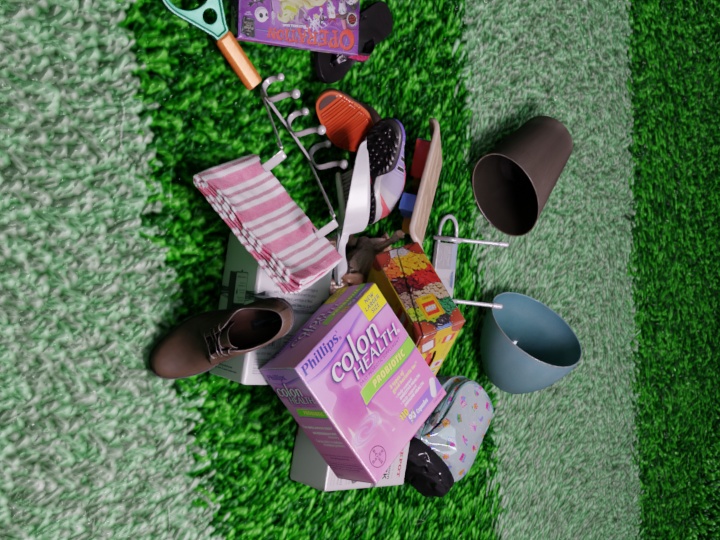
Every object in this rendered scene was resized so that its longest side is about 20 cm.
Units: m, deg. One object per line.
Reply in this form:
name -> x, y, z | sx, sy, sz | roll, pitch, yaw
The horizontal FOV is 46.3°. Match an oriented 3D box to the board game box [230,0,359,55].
board game box -> -0.087, -0.371, 1.169 | 0.197, 0.032, 0.122 | -3, 103, -36

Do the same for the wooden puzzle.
wooden puzzle -> 0.098, -0.130, 1.390 | 0.185, 0.045, 0.204 | 55, 44, -79

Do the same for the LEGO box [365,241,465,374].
LEGO box -> 0.066, 0.081, 1.281 | 0.076, 0.150, 0.201 | -17, 151, -24

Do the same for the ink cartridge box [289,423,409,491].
ink cartridge box -> -0.007, 0.267, 1.351 | 0.198, 0.082, 0.150 | 11, 87, -48

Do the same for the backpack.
backpack -> 0.146, 0.283, 1.498 | 0.201, 0.125, 0.168 | -56, 129, -30

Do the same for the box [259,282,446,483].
box -> -0.006, 0.153, 1.157 | 0.176, 0.096, 0.201 | -44, 109, -32

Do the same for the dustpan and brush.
dustpan and brush -> -0.019, -0.076, 1.238 | 0.056, 0.140, 0.204 | -3, 76, -11

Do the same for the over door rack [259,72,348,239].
over door rack -> -0.074, -0.164, 1.149 | 0.148, 0.066, 0.202 | 52, 21, -39

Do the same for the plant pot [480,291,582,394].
plant pot -> 0.312, 0.161, 1.643 | 0.198, 0.200, 0.136 | -13, 140, -46

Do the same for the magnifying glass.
magnifying glass -> -0.189, -0.318, 1.075 | 0.080, 0.022, 0.201 | -43, 128, -11

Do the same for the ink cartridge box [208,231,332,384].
ink cartridge box -> -0.122, 0.053, 1.185 | 0.145, 0.082, 0.204 | 10, 89, -48

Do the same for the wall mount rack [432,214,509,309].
wall mount rack -> 0.192, 0.004, 1.542 | 0.172, 0.074, 0.204 | 2, 95, -49

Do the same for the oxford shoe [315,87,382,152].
oxford shoe -> -0.009, -0.226, 1.288 | 0.199, 0.071, 0.073 | 36, 30, -51

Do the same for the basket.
basket -> 0.319, -0.199, 1.617 | 0.200, 0.134, 0.182 | -49, 133, -36

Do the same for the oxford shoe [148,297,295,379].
oxford shoe -> -0.182, 0.084, 1.066 | 0.197, 0.084, 0.074 | -24, 91, 1

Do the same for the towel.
towel -> -0.116, -0.068, 1.110 | 0.201, 0.030, 0.146 | 50, 29, 2

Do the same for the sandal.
sandal -> -0.003, -0.355, 1.283 | 0.200, 0.045, 0.076 | -47, 128, -33

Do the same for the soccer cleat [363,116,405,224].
soccer cleat -> 0.042, -0.159, 1.295 | 0.073, 0.068, 0.202 | -28, 149, -32

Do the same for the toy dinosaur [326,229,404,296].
toy dinosaur -> 0.000, 0.000, 1.324 | 0.199, 0.086, 0.137 | -38, 148, -24
